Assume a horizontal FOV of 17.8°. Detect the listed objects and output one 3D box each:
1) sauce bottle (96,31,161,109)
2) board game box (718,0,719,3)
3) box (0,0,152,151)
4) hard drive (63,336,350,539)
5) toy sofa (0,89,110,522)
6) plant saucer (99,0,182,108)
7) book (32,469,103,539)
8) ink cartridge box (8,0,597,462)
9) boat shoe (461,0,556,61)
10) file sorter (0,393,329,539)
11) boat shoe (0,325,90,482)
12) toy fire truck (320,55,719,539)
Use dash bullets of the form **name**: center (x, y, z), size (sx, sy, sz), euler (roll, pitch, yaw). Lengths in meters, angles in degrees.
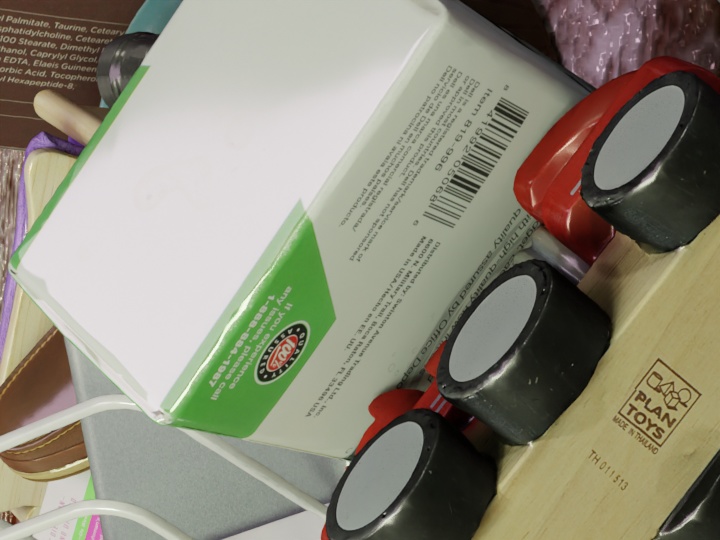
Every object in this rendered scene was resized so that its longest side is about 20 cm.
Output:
- **sauce bottle**: center (-0.042, -0.090, 1.003), size (0.199, 0.064, 0.065), euler (4, 89, 48)
- **board game box**: center (0.165, -0.154, 0.671), size (0.199, 0.043, 0.201), euler (-109, 35, -61)
- **box**: center (-0.194, -0.190, 1.205), size (0.201, 0.163, 0.166), euler (-61, 38, 34)
- **hard drive**: center (-0.051, 0.072, 0.923), size (0.139, 0.033, 0.201), euler (-3, 102, 36)
- **toy sofa**: center (-0.145, 0.019, 1.110), size (0.083, 0.097, 0.201), euler (33, 115, 55)
- **plant saucer**: center (-0.082, -0.045, 1.133), size (0.200, 0.027, 0.202), euler (-14, 74, 57)
- **book**: center (-0.067, 0.160, 1.004), size (0.199, 0.048, 0.134), euler (25, 108, 36)
- **ink cartridge box**: center (0.005, -0.018, 0.742), size (0.083, 0.200, 0.147), euler (39, 99, 29)
- **boat shoe**: center (0.038, -0.044, 0.888), size (0.064, 0.071, 0.201), euler (-41, 53, 48)
- **file sorter**: center (-0.098, 0.163, 0.819), size (0.138, 0.124, 0.201), euler (-22, 44, 38)
- **boat shoe**: center (-0.090, 0.013, 1.006), size (0.200, 0.068, 0.072), euler (-38, 52, 6)
- **toy fire truck**: center (0.064, 0.030, 0.704), size (0.176, 0.128, 0.200), euler (-53, 20, 0)
